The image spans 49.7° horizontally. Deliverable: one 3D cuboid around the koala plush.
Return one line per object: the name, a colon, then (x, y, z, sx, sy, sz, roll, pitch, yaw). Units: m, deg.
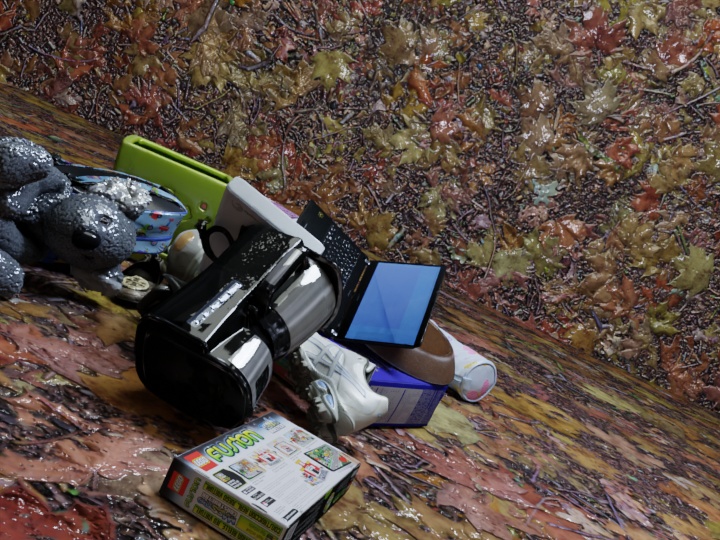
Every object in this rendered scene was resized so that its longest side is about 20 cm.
koala plush: (-0.364, -0.059, 0.942, 0.200, 0.178, 0.184, 13, 6, -29)

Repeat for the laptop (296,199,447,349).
laptop: (0.000, 0.000, 1.053, 0.200, 0.103, 0.177, 46, 38, -17)

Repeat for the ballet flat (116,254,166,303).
ballet flat: (-0.314, 0.008, 1.120, 0.067, 0.046, 0.200, 23, 8, -7)

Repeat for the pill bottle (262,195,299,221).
pill bottle: (-0.129, -0.038, 1.179, 0.112, 0.112, 0.200, 17, 10, -46)

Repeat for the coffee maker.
coffee maker: (-0.145, 0.050, 0.828, 0.192, 0.135, 0.200, 9, 34, 28)

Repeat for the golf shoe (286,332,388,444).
golf shoe: (-0.033, 0.122, 0.939, 0.097, 0.078, 0.200, -12, 40, -17)

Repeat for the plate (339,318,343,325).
plate: (-0.005, 0.065, 1.204, 0.200, 0.026, 0.200, 26, 7, -4)

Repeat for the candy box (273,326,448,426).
candy box: (-0.004, 0.142, 1.071, 0.169, 0.077, 0.200, 32, 9, 36)

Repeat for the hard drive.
hard drive: (-0.128, -0.010, 0.953, 0.132, 0.200, 0.027, 39, 53, 4)

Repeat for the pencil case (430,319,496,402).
pencil case: (0.159, 0.161, 1.428, 0.091, 0.083, 0.200, 20, 9, -40)

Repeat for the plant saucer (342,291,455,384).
plant saucer: (0.061, 0.087, 1.122, 0.200, 0.035, 0.200, 30, 18, -11)

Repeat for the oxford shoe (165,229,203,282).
oxford shoe: (-0.259, -0.017, 1.152, 0.058, 0.075, 0.200, 41, -21, -7)

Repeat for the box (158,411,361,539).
box: (-0.080, 0.184, 0.698, 0.110, 0.035, 0.200, 27, 8, 15)

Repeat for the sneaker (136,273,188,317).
sneaker: (-0.235, 0.038, 1.057, 0.114, 0.076, 0.199, 29, 11, -16)

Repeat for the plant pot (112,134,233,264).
plant pot: (-0.338, -0.108, 1.333, 0.199, 0.182, 0.200, 22, 8, -15)

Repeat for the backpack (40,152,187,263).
backpack: (-0.360, -0.075, 1.117, 0.200, 0.135, 0.183, 9, 13, -31)
